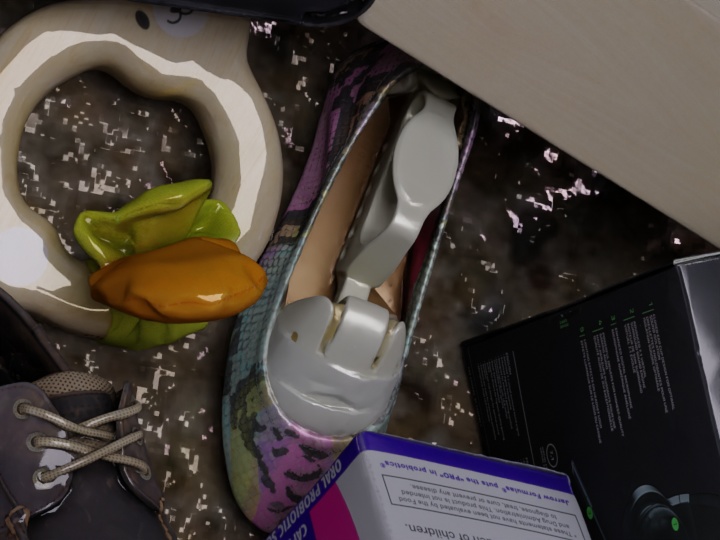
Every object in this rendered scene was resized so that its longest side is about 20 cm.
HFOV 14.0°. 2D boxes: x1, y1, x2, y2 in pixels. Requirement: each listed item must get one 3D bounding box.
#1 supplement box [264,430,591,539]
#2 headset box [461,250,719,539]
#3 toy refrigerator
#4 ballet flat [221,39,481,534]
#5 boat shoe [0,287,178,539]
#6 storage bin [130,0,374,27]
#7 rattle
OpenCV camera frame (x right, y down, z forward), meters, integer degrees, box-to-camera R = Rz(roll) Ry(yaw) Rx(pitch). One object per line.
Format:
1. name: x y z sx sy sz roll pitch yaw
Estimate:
1. supplement box: 0.035 0.169 0.994 0.103 0.101 0.201 14 41 -36
2. headset box: 0.130 0.087 1.051 0.092 0.200 0.175 -10 83 -22
3. toy refrigerator: 0.096 -0.086 1.088 0.199 0.070 0.076 30 115 -22
4. ballet flat: 0.000 0.000 1.087 0.069 0.071 0.201 23 73 -17
5. boat shoe: -0.109 0.067 0.972 0.074 0.200 0.074 -2 122 -42
6. storage bin: -0.082 -0.173 1.016 0.199 0.136 0.094 9 49 2
7. rattle: -0.075 -0.079 1.042 0.130 0.143 0.201 15 80 2
